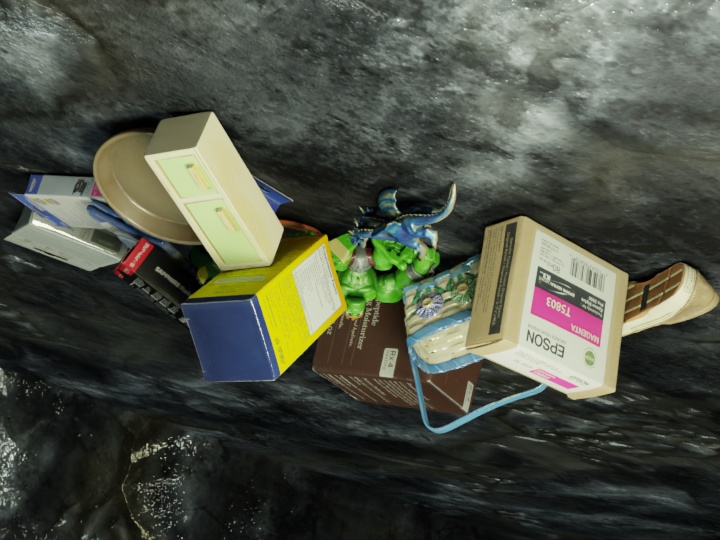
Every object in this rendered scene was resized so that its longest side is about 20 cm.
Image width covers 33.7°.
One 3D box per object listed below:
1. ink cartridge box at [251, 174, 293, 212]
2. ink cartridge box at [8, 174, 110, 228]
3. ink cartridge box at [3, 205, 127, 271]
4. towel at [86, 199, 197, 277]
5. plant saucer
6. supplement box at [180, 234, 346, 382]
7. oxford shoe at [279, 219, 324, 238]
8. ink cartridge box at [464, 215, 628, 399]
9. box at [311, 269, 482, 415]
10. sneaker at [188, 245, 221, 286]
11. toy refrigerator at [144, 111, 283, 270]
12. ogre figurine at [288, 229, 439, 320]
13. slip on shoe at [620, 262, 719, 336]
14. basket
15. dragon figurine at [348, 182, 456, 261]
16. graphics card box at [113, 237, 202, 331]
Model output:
[{"bbox_3d":[-0.192,-0.090,1.599,0.199,0.040,0.099,-6,153,45],"label":"ink cartridge box"},{"bbox_3d":[-0.399,-0.098,1.730,0.198,0.042,0.119,2,159,26],"label":"ink cartridge box"},{"bbox_3d":[-0.478,-0.054,1.927,0.161,0.058,0.199,23,169,-25],"label":"ink cartridge box"},{"bbox_3d":[-0.297,-0.028,1.702,0.146,0.024,0.200,27,168,23],"label":"towel"},{"bbox_3d":[-0.240,-0.109,1.503,0.198,0.030,0.201,11,141,9],"label":"plant saucer"},{"bbox_3d":[-0.117,0.045,1.491,0.108,0.200,0.110,-4,112,30],"label":"supplement box"},{"bbox_3d":[-0.077,-0.014,1.678,0.071,0.073,0.199,-2,156,41],"label":"oxford shoe"},{"bbox_3d":[0.235,0.049,1.471,0.199,0.167,0.075,24,155,-31],"label":"ink cartridge box"},{"bbox_3d":[0.063,0.104,1.769,0.198,0.168,0.164,3,158,30],"label":"box"},{"bbox_3d":[-0.181,-0.015,1.644,0.078,0.085,0.200,40,-178,-21],"label":"sneaker"},{"bbox_3d":[-0.173,-0.089,1.424,0.075,0.070,0.201,-5,136,25],"label":"toy refrigerator"},{"bbox_3d":[0.000,0.000,1.625,0.198,0.099,0.120,-12,149,-16],"label":"ogre figurine"},{"bbox_3d":[0.374,0.045,1.513,0.060,0.077,0.200,25,152,-15],"label":"slip on shoe"},{"bbox_3d":[0.140,0.097,1.568,0.175,0.202,0.139,-25,154,11],"label":"basket"},{"bbox_3d":[0.048,-0.062,1.460,0.098,0.059,0.200,17,163,-10],"label":"dragon figurine"},{"bbox_3d":[-0.246,0.039,1.648,0.200,0.051,0.125,40,164,-9],"label":"graphics card box"}]
